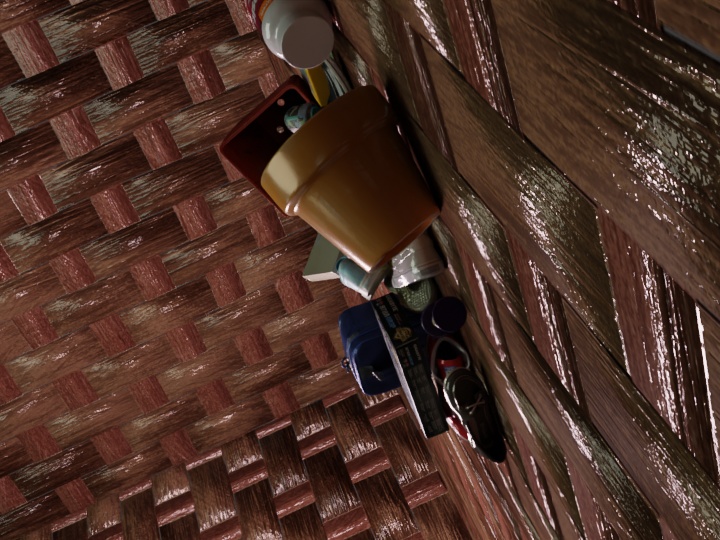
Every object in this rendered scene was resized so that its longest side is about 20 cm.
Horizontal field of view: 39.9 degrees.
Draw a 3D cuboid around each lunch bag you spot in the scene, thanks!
[{"bbox_3d":[0.055,0.136,1.830,0.133,0.198,0.137,-124,15,-56],"label":"lunch bag"}]

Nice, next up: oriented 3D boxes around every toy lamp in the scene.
[{"bbox_3d":[0.125,0.072,1.521,0.200,0.058,0.059,119,127,-82],"label":"toy lamp"}]

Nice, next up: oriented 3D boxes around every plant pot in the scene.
[{"bbox_3d":[-0.135,-0.267,1.954,0.200,0.199,0.177,44,-159,-23],"label":"plant pot"},{"bbox_3d":[0.001,-0.106,1.302,0.184,0.200,0.200,51,175,6],"label":"plant pot"}]

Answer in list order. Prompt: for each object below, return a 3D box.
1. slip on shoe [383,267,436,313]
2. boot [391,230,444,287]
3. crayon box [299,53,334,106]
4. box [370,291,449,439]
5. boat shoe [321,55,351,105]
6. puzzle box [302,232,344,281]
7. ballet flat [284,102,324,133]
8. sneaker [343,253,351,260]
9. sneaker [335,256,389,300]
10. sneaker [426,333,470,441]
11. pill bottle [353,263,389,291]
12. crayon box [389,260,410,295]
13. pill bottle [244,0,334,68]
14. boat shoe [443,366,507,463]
[{"bbox_3d":[0.096,0.033,1.719,0.061,0.075,0.200,31,-179,-18],"label":"slip on shoe"},{"bbox_3d":[0.079,-0.031,1.524,0.200,0.073,0.097,149,104,-78],"label":"boot"},{"bbox_3d":[-0.084,-0.380,1.802,0.200,0.051,0.127,-120,7,-60],"label":"crayon box"},{"bbox_3d":[0.083,0.159,1.679,0.159,0.045,0.202,-117,6,-61],"label":"box"},{"bbox_3d":[-0.033,-0.265,1.682,0.075,0.062,0.202,-116,5,-59],"label":"boat shoe"},{"bbox_3d":[-0.037,-0.079,1.820,0.025,0.202,0.133,26,165,-23],"label":"puzzle box"},{"bbox_3d":[-0.073,-0.257,1.762,0.200,0.074,0.075,14,-131,-65],"label":"ballet flat"},{"bbox_3d":[-0.018,-0.090,1.696,0.115,0.075,0.201,65,-178,-59],"label":"sneaker"},{"bbox_3d":[0.000,0.000,1.727,0.081,0.074,0.200,33,177,5],"label":"sneaker"},{"bbox_3d":[0.160,0.194,1.644,0.112,0.070,0.202,89,160,-90],"label":"sneaker"},{"bbox_3d":[0.002,-0.070,1.984,0.116,0.114,0.202,117,130,-86],"label":"pill bottle"},{"bbox_3d":[0.055,-0.073,1.668,0.127,0.050,0.202,-121,9,-69],"label":"crayon box"},{"bbox_3d":[-0.109,-0.400,1.547,0.201,0.112,0.114,-118,5,-47],"label":"pill bottle"},{"bbox_3d":[0.188,0.229,1.562,0.057,0.067,0.201,38,160,48],"label":"boat shoe"}]
